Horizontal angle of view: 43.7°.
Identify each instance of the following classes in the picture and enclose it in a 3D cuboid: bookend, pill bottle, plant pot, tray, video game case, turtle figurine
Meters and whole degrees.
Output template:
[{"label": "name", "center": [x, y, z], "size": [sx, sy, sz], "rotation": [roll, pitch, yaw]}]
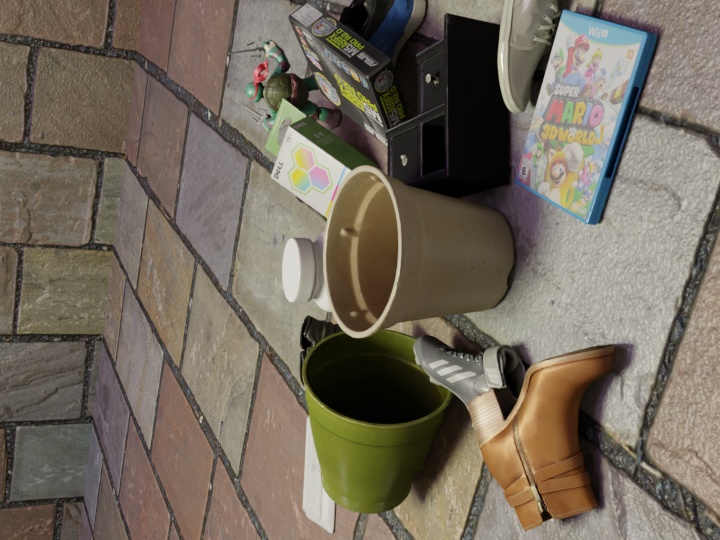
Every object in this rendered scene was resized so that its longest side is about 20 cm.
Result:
[{"label": "bookend", "center": [0.098, -0.197, 1.166], "size": [0.198, 0.091, 0.202], "rotation": [-9, 79, 63]}, {"label": "pill bottle", "center": [0.000, 0.000, 1.214], "size": [0.112, 0.198, 0.113], "rotation": [-179, 90, -69]}, {"label": "plant pot", "center": [0.078, -0.020, 1.093], "size": [0.200, 0.182, 0.203], "rotation": [-7, 82, 63]}, {"label": "tray", "center": [-0.072, 0.335, 1.530], "size": [0.107, 0.022, 0.202], "rotation": [3, 91, 62]}, {"label": "video game case", "center": [0.237, -0.168, 0.973], "size": [0.143, 0.018, 0.202], "rotation": [45, 127, 56]}, {"label": "plant pot", "center": [0.015, 0.215, 1.215], "size": [0.201, 0.199, 0.194], "rotation": [-125, 34, -50]}, {"label": "turtle figurine", "center": [-0.127, -0.295, 1.496], "size": [0.101, 0.198, 0.151], "rotation": [50, 131, 53]}]

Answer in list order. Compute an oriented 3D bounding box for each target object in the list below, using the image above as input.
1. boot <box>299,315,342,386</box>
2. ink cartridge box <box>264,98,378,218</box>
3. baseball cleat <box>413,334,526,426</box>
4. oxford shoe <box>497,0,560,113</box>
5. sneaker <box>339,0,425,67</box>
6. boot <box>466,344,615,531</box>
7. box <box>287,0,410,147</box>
[{"label": "boot", "center": [-0.032, 0.168, 1.348], "size": [0.068, 0.130, 0.202], "rotation": [-35, 57, 57]}, {"label": "ink cartridge box", "center": [-0.079, -0.172, 1.431], "size": [0.199, 0.059, 0.104], "rotation": [37, 130, 13]}, {"label": "baseball cleat", "center": [0.141, 0.118, 1.100], "size": [0.200, 0.069, 0.107], "rotation": [45, 121, 43]}, {"label": "oxford shoe", "center": [0.195, -0.280, 1.020], "size": [0.057, 0.075, 0.202], "rotation": [11, 101, 26]}, {"label": "sneaker", "center": [0.007, -0.338, 1.336], "size": [0.200, 0.110, 0.077], "rotation": [-53, 43, 48]}, {"label": "boot", "center": [0.210, 0.176, 0.942], "size": [0.199, 0.076, 0.156], "rotation": [-34, 69, 32]}, {"label": "box", "center": [-0.011, -0.276, 1.288], "size": [0.200, 0.044, 0.161], "rotation": [45, 168, 35]}]
